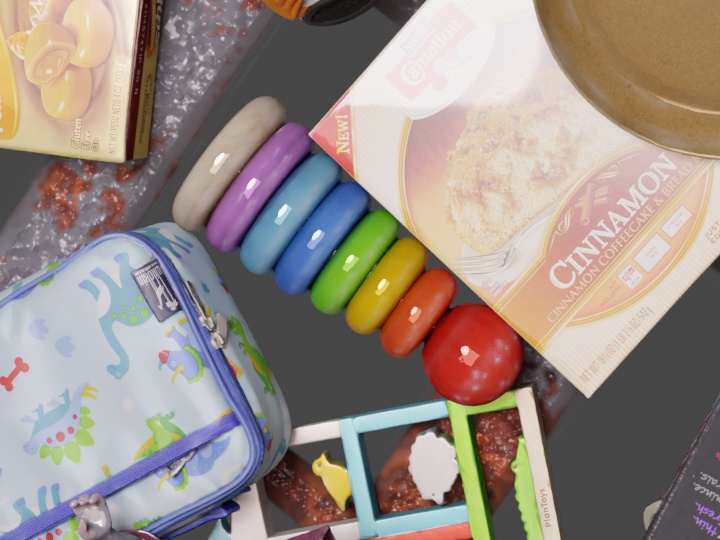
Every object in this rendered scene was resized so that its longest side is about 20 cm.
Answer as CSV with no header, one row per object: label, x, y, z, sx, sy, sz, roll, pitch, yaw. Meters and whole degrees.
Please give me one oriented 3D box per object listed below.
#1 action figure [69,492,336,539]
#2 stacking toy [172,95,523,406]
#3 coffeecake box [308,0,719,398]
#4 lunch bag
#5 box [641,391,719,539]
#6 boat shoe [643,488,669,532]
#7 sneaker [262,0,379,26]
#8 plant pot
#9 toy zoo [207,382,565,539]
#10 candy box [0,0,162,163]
action figure,-0.084,0.182,1.518,0.198,0.149,0.135,-3,86,15
stacking toy,0.000,0.000,1.532,0.200,0.085,0.086,39,99,4
coffeecake box,0.099,-0.060,1.516,0.200,0.073,0.154,43,100,5
lunch bag,-0.146,0.079,1.556,0.199,0.082,0.162,-27,89,18
box,0.221,0.110,1.449,0.122,0.106,0.201,29,67,8
boat shoe,0.240,0.169,1.522,0.199,0.072,0.068,31,62,13
sneaker,0.027,-0.204,1.472,0.199,0.076,0.093,-21,58,28
plant pot,0.182,-0.153,1.424,0.198,0.028,0.201,3,111,6
toy zoo,0.009,0.142,1.572,0.199,0.020,0.132,-11,92,11
candy box,-0.209,-0.127,1.573,0.198,0.055,0.116,7,95,9
